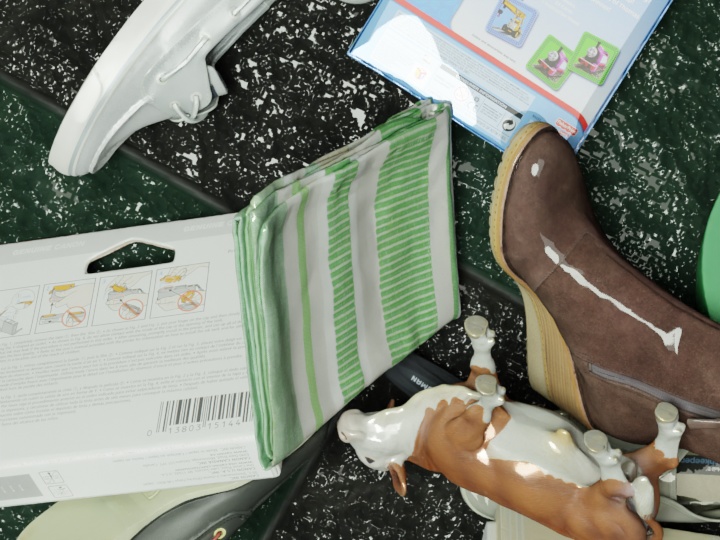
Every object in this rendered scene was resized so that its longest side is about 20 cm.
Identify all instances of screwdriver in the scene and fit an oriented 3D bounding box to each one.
[{"bbox_3d":[0.096,0.111,0.874,0.200,0.028,0.029,38,68,19],"label":"screwdriver"}]

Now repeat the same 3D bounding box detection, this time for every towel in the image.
[{"bbox_3d":[0.000,0.000,0.805,0.023,0.200,0.153,11,118,31],"label":"towel"}]

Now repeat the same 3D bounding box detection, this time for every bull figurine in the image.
[{"bbox_3d":[0.087,0.099,0.822,0.199,0.065,0.122,21,141,7],"label":"bull figurine"}]

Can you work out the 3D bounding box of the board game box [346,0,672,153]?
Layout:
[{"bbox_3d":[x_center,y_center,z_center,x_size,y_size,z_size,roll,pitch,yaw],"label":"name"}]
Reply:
[{"bbox_3d":[0.107,-0.176,0.859,0.151,0.037,0.201,32,100,-1],"label":"board game box"}]

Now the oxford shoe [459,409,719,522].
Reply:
[{"bbox_3d":[0.160,0.126,0.886,0.199,0.058,0.076,-2,101,6],"label":"oxford shoe"}]

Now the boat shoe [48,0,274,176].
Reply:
[{"bbox_3d":[-0.109,-0.128,0.868,0.068,0.072,0.200,39,89,-2],"label":"boat shoe"}]

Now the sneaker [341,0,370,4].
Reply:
[{"bbox_3d":[0.008,-0.254,0.816,0.073,0.116,0.201,12,100,0],"label":"sneaker"}]

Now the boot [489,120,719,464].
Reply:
[{"bbox_3d":[0.161,0.017,0.810,0.166,0.072,0.201,19,133,41],"label":"boot"}]

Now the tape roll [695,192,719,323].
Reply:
[{"bbox_3d":[0.296,0.006,0.828,0.199,0.048,0.202,-2,74,8],"label":"tape roll"}]

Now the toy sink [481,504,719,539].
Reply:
[{"bbox_3d":[0.116,0.224,0.858,0.199,0.112,0.131,8,120,0],"label":"toy sink"}]

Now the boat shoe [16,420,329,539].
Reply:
[{"bbox_3d":[-0.102,0.134,0.838,0.201,0.074,0.063,-33,130,-12],"label":"boat shoe"}]

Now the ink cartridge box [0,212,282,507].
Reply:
[{"bbox_3d":[-0.140,0.050,0.857,0.199,0.177,0.045,-7,136,11],"label":"ink cartridge box"}]
